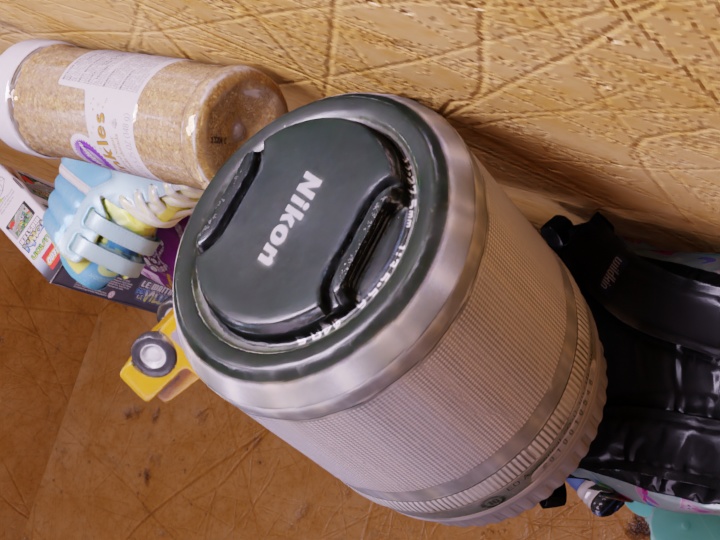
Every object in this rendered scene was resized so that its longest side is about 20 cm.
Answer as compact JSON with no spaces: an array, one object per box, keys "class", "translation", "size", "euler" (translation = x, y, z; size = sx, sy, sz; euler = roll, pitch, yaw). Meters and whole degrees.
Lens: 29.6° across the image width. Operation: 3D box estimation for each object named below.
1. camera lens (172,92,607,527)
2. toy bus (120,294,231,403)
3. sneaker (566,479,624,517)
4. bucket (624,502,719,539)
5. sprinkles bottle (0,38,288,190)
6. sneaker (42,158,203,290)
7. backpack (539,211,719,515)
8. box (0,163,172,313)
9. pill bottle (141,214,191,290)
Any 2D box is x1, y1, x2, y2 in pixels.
[{"class":"camera lens","translation":[0.018,0.024,0.664],"size":[0.159,0.161,0.200],"euler":[15,161,40]},{"class":"toy bus","translation":[-0.062,0.013,0.853],"size":[0.078,0.200,0.065],"euler":[42,-157,-9]},{"class":"sneaker","translation":[0.250,0.125,1.200],"size":[0.077,0.200,0.076],"euler":[39,151,28]},{"class":"bucket","translation":[0.269,0.165,0.979],"size":[0.208,0.134,0.207],"euler":[57,-176,-6]},{"class":"sprinkles bottle","translation":[-0.126,-0.086,0.740],"size":[0.199,0.069,0.068],"euler":[14,174,44]},{"class":"sneaker","translation":[-0.125,-0.042,0.870],"size":[0.199,0.132,0.079],"euler":[14,173,42]},{"class":"backpack","translation":[0.191,0.057,0.743],"size":[0.126,0.168,0.199],"euler":[-1,-173,-43]},{"class":"box","translation":[-0.193,-0.015,1.059],"size":[0.110,0.035,0.200],"euler":[42,-170,31]},{"class":"pill bottle","translation":[-0.103,-0.032,0.970],"size":[0.199,0.113,0.112],"euler":[26,179,24]}]
